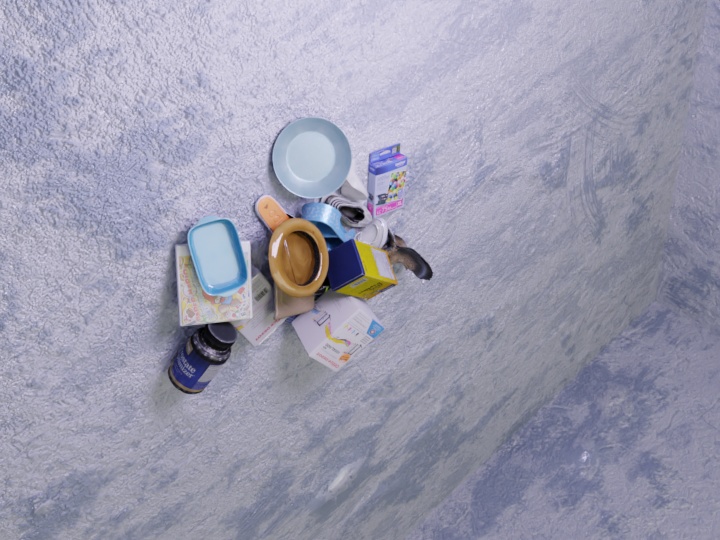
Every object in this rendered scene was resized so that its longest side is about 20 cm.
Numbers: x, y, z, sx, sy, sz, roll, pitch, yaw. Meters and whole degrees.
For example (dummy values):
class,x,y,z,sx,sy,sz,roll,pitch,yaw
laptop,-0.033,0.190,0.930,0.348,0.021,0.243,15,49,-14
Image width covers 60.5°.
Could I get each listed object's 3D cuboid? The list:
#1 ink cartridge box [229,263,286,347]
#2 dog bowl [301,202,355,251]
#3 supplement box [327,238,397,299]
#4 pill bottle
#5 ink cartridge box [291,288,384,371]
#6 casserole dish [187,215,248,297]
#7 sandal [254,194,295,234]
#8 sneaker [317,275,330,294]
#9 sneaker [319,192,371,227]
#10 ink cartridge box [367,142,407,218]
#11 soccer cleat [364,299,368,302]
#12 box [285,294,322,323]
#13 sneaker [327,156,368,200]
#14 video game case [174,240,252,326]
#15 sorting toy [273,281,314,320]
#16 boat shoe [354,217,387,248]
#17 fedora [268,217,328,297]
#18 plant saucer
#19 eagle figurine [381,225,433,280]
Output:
class,x,y,z,sx,sy,sz,roll,pitch,yaw
ink cartridge box,-0.296,0.090,1.660,0.145,0.084,0.200,-43,139,-11
dog bowl,-0.090,-0.111,1.674,0.200,0.111,0.050,51,47,-53
supplement box,0.000,0.000,1.722,0.109,0.109,0.200,-28,157,25
pill bottle,-0.404,0.218,1.596,0.112,0.112,0.200,11,127,-47
ink cartridge box,-0.067,0.164,1.805,0.200,0.145,0.147,-42,136,7
casserole dish,-0.343,-0.035,1.482,0.121,0.039,0.201,-19,108,-20
sandal,-0.203,-0.116,1.615,0.079,0.059,0.207,-48,141,-4
sneaker,-0.111,0.037,1.702,0.200,0.082,0.072,-6,102,-62
sneaker,-0.016,-0.148,1.723,0.200,0.115,0.076,19,103,-49
ink cartridge box,0.078,-0.259,1.791,0.119,0.042,0.201,-23,131,-30
soccer cleat,-0.022,0.080,1.909,0.200,0.077,0.070,-31,138,-28
box,-0.141,0.073,1.828,0.121,0.032,0.200,24,104,-45
sneaker,-0.026,-0.261,1.676,0.200,0.075,0.089,43,55,-59
video game case,-0.359,0.030,1.521,0.181,0.023,0.201,-5,103,-23
sorting toy,-0.185,0.025,1.688,0.185,0.036,0.201,-10,105,-61
boat shoe,0.002,-0.074,1.803,0.086,0.075,0.202,-13,152,-40
fedora,-0.172,-0.031,1.574,0.200,0.082,0.202,3,86,-40
plant saucer,-0.121,-0.283,1.545,0.200,0.039,0.202,-4,110,-11
eagle figurine,0.120,-0.047,1.914,0.199,0.153,0.151,6,158,-29
